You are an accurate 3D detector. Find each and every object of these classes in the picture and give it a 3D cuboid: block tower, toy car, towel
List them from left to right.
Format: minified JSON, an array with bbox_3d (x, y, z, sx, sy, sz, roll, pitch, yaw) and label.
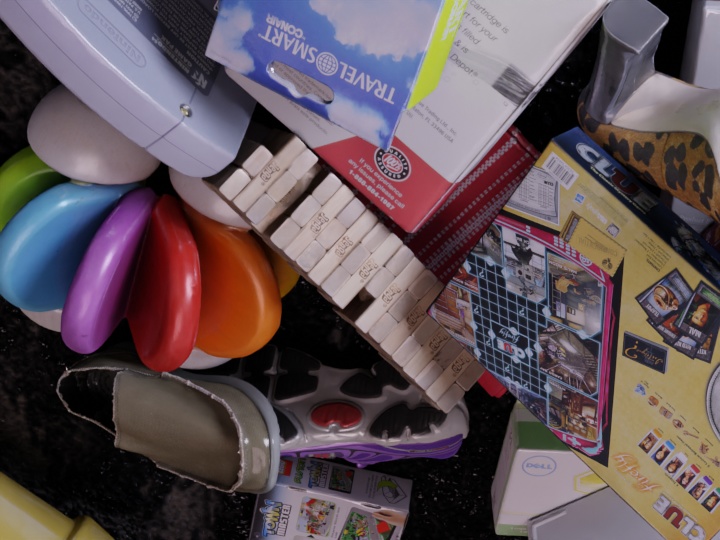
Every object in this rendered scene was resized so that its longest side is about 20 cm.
[{"bbox_3d":[-0.137,-0.007,1.069,0.200,0.150,0.175,17,128,-4],"label":"toy car"},{"bbox_3d":[0.000,0.000,1.018,0.054,0.058,0.200,-47,108,-4],"label":"block tower"},{"bbox_3d":[0.062,-0.031,1.062,0.200,0.022,0.145,47,124,2],"label":"towel"}]

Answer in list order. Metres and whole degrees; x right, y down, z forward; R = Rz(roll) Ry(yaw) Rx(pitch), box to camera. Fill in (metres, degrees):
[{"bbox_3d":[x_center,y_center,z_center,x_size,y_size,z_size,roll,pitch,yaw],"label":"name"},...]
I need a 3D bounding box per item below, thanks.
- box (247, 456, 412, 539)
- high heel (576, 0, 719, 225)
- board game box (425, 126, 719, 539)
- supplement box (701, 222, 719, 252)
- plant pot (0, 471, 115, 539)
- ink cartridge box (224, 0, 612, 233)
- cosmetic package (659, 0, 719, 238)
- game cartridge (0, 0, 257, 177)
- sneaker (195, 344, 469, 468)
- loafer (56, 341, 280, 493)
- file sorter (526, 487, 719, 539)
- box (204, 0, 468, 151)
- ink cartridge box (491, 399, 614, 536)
[{"bbox_3d":[-0.034,0.225,1.302,0.110,0.035,0.200,13,128,-1],"label":"box"},{"bbox_3d":[0.193,-0.044,0.912,0.200,0.071,0.143,49,169,17],"label":"high heel"},{"bbox_3d":[0.146,0.040,0.935,0.200,0.035,0.136,44,124,13],"label":"board game box"},{"bbox_3d":[0.227,0.035,0.979,0.110,0.086,0.200,33,126,-15],"label":"supplement box"},{"bbox_3d":[-0.289,0.223,1.253,0.201,0.201,0.189,-38,99,31],"label":"plant pot"},{"bbox_3d":[0.042,-0.145,0.956,0.147,0.083,0.200,42,124,2],"label":"ink cartridge box"},{"bbox_3d":[0.231,-0.079,1.000,0.107,0.090,0.200,8,125,4],"label":"cosmetic package"},{"bbox_3d":[-0.137,-0.148,0.974,0.041,0.133,0.200,-29,118,35],"label":"game cartridge"},{"bbox_3d":[-0.025,0.106,1.189,0.199,0.081,0.084,4,148,14],"label":"sneaker"},{"bbox_3d":[-0.128,0.100,1.136,0.200,0.070,0.075,15,109,46],"label":"loafer"},{"bbox_3d":[0.228,0.210,1.122,0.200,0.139,0.124,-28,135,29],"label":"file sorter"},{"bbox_3d":[0.003,-0.176,0.879,0.122,0.048,0.200,29,122,14],"label":"box"},{"bbox_3d":[0.171,0.104,1.139,0.145,0.048,0.200,4,140,-4],"label":"ink cartridge box"}]
